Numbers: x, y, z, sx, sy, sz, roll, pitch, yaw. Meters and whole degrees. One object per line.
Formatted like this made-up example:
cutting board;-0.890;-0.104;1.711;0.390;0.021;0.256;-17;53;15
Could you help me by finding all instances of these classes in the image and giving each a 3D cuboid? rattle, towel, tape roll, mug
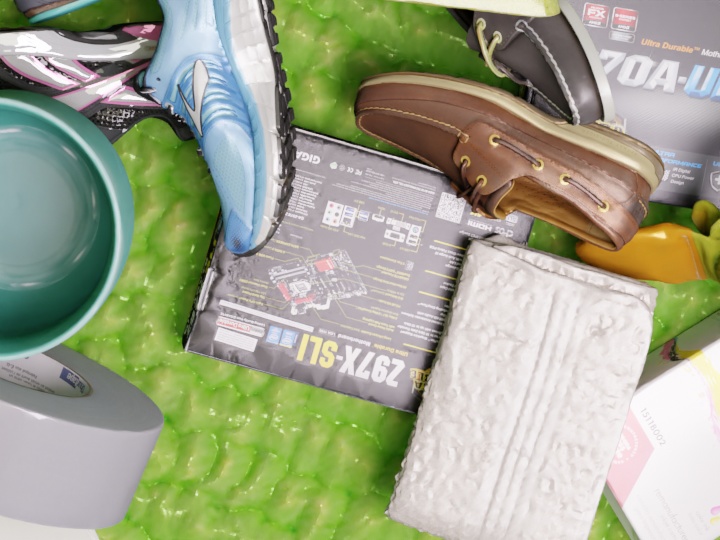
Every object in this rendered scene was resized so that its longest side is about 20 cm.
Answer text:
rattle;0.250;-0.075;1.235;0.130;0.143;0.200;17;90;-43
towel;0.104;0.086;1.230;0.132;0.034;0.200;18;95;4
tape roll;-0.222;0.083;1.159;0.200;0.200;0.066;21;96;-9
mug;-0.209;-0.047;1.143;0.152;0.114;0.185;6;99;-2

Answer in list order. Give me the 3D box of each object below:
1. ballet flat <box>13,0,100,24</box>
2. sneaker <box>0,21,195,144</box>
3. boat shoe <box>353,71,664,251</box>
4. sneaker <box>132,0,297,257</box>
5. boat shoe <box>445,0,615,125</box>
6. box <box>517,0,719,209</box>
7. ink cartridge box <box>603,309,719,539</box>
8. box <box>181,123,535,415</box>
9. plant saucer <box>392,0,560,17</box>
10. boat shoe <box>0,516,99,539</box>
ballet flat;-0.126;-0.210;1.208;0.200;0.073;0.073;-15;98;-3
sneaker;-0.184;-0.111;1.205;0.200;0.080;0.086;-3;98;-6
boat shoe;0.086;-0.069;1.198;0.200;0.072;0.068;19;72;8
sneaker;-0.091;-0.106;1.177;0.090;0.078;0.200;-8;97;7
boat shoe;0.092;-0.154;1.192;0.061;0.201;0.072;-23;140;-8
box;0.206;-0.123;1.268;0.200;0.046;0.159;9;96;-8
ink cartridge box;0.249;0.096;1.287;0.200;0.067;0.117;-32;98;-2
box;0.000;0.000;1.256;0.200;0.049;0.160;15;97;-9
plant saucer;0.017;-0.231;1.158;0.200;0.200;0.048;6;127;-8
boat shoe;-0.256;0.153;1.245;0.200;0.073;0.062;36;134;-16
